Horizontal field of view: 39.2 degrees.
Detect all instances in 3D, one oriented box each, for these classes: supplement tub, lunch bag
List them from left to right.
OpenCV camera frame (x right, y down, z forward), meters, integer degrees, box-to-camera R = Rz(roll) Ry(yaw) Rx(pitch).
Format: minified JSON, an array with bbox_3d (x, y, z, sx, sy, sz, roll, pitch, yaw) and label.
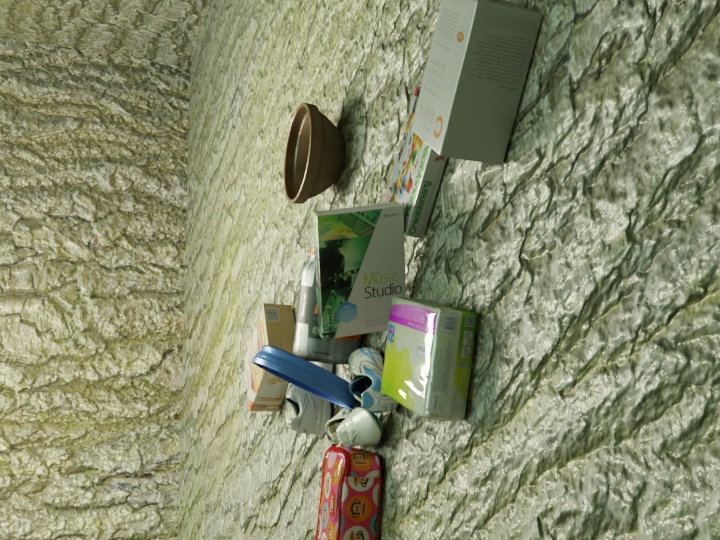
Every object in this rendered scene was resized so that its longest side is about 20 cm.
[{"bbox_3d":[-0.053,0.062,1.812,0.122,0.121,0.203,-175,90,-71],"label":"supplement tub"},{"bbox_3d":[-0.025,0.398,1.705,0.176,0.081,0.203,164,112,-74],"label":"lunch bag"}]

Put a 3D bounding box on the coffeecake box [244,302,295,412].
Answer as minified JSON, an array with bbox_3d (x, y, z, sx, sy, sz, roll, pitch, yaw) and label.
[{"bbox_3d":[-0.203,0.199,2.293,0.155,0.072,0.201,-103,26,-42],"label":"coffeecake box"}]

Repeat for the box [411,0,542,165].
[{"bbox_3d":[0.150,-0.259,1.345,0.125,0.096,0.202,-124,44,-62],"label":"box"}]

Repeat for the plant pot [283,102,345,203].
[{"bbox_3d":[-0.088,-0.233,2.052,0.201,0.092,0.204,-174,90,-72],"label":"plant pot"}]

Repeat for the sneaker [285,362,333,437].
[{"bbox_3d":[-0.100,0.219,1.959,0.075,0.086,0.202,131,143,-62],"label":"sneaker"}]

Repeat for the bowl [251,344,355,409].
[{"bbox_3d":[-0.097,0.188,1.800,0.040,0.199,0.200,-65,16,-10],"label":"bowl"}]

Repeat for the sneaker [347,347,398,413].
[{"bbox_3d":[0.007,0.177,1.678,0.200,0.072,0.073,-136,53,-69],"label":"sneaker"}]

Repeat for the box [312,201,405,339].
[{"bbox_3d":[0.000,0.000,1.580,0.036,0.143,0.203,-144,49,-67],"label":"box"}]

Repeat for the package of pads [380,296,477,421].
[{"bbox_3d":[0.092,0.124,1.445,0.200,0.067,0.157,-170,86,-72],"label":"package of pads"}]

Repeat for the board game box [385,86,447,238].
[{"bbox_3d":[0.093,-0.170,1.583,0.127,0.034,0.202,-116,36,-56],"label":"board game box"}]

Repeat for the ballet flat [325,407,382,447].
[{"bbox_3d":[-0.016,0.270,1.704,0.200,0.069,0.070,160,115,-74],"label":"ballet flat"}]
